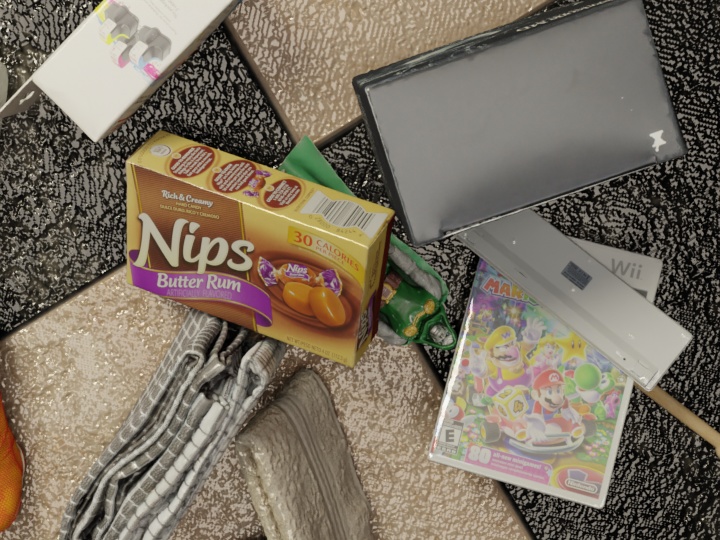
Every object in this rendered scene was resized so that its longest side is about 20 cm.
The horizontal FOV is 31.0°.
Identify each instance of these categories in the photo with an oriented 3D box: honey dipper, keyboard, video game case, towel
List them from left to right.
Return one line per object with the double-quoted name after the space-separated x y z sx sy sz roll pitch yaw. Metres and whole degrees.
-0.145 0.125 0.996 0.085 0.166 0.201 33 97 -2 "towel"
-0.036 0.193 1.030 0.034 0.133 0.202 -13 103 23 "towel"
0.146 0.071 1.026 0.142 0.018 0.202 14 81 10 "video game case"
0.166 0.011 1.023 0.200 0.011 0.056 40 81 12 "keyboard"
0.239 0.097 1.071 0.199 0.038 0.038 37 97 -7 "honey dipper"

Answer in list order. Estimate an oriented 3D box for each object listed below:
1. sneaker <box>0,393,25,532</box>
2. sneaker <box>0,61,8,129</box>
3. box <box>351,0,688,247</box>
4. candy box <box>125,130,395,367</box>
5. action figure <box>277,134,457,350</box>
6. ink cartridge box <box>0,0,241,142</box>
-0.315 0.119 1.031 0.072 0.077 0.202 -9 103 -3 "sneaker"
-0.361 -0.091 0.993 0.145 0.081 0.202 17 103 3 "sneaker"
0.105 -0.114 0.944 0.195 0.200 0.118 -19 101 0 "box"
-0.079 -0.017 0.973 0.198 0.057 0.117 19 129 13 "candy box"
0.000 0.000 1.037 0.199 0.055 0.118 36 98 -11 "action figure"
-0.172 -0.164 0.964 0.200 0.115 0.068 -44 99 6 "ink cartridge box"
